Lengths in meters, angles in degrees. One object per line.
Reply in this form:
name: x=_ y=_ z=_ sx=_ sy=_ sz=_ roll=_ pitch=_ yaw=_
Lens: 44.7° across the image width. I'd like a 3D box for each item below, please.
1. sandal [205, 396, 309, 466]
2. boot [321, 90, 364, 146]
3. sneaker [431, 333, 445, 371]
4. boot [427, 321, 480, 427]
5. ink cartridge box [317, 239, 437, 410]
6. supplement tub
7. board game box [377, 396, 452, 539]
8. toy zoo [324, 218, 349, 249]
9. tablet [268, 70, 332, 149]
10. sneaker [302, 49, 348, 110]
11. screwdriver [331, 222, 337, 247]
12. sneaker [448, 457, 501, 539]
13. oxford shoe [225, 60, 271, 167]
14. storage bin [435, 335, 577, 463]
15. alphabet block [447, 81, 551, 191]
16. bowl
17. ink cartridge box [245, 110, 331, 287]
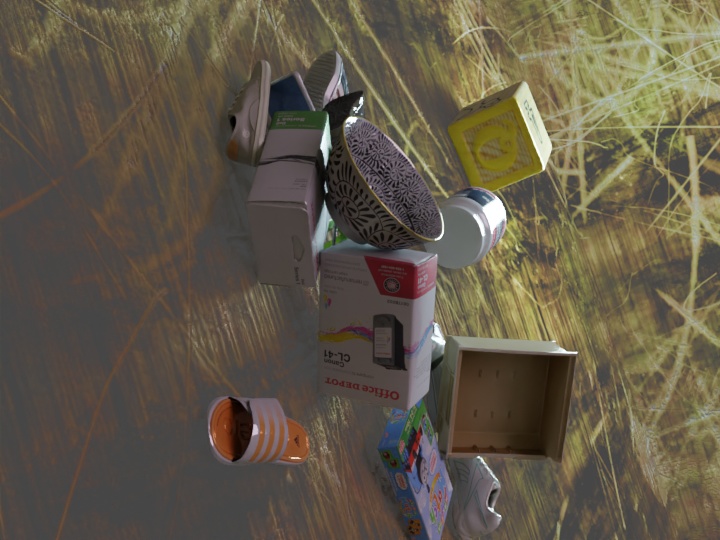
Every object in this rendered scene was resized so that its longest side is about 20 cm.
sandal: x=-0.104 y=0.187 z=1.033 sx=0.206 sy=0.058 sz=0.081 roll=24 pitch=50 yaw=-57
boot: x=-0.001 y=-0.159 z=1.363 sx=0.202 sy=0.071 sz=0.183 roll=64 pitch=26 yaw=-27
sneaker: x=0.076 y=0.146 z=1.441 sx=0.080 sy=0.071 sz=0.200 roll=45 pitch=30 yaw=11
boot: x=0.164 y=0.174 z=1.549 sx=0.073 sy=0.094 sz=0.203 roll=31 pitch=46 yaw=-53
ink cartridge box: x=0.021 y=0.072 z=1.188 sx=0.085 sy=0.145 sz=0.204 roll=-23 pitch=118 yaw=-63
supplement tub: x=0.213 y=-0.087 z=1.783 sx=0.142 sy=0.139 sz=0.200 roll=67 pitch=25 yaw=-6
board game box: x=0.088 y=0.305 z=1.338 sx=0.152 sy=0.036 sz=0.203 roll=-60 pitch=136 yaw=-59
toy zoo: x=0.000 y=0.000 z=1.338 sx=0.200 sy=0.020 sz=0.131 roll=48 pitch=26 yaw=5
tablet: x=-0.079 y=-0.190 z=1.297 sx=0.014 sy=0.129 sz=0.202 roll=-33 pitch=105 yaw=-27
sneaker: x=-0.055 y=-0.265 z=1.441 sx=0.079 sy=0.077 sz=0.203 roll=38 pitch=51 yaw=-41
screwdriver: x=-0.034 y=-0.077 z=1.223 sx=0.029 sy=0.027 sz=0.204 roll=43 pitch=53 yaw=-68
sneaker: x=0.199 y=0.355 z=1.495 sx=0.070 sy=0.079 sz=0.203 roll=38 pitch=39 yaw=-45
oxford shoe: x=-0.157 y=-0.227 z=1.227 sx=0.076 sy=0.057 sz=0.203 roll=102 pitch=-8 yaw=-50
storage bin: x=0.232 y=0.215 z=1.432 sx=0.094 sy=0.196 sz=0.203 roll=-130 pitch=-135 yaw=-76
alphabet block: x=0.351 y=-0.330 z=2.183 sx=0.199 sy=0.193 sz=0.200 roll=62 pitch=27 yaw=-12
bowl: x=0.013 y=-0.097 z=1.170 sx=0.200 sy=0.094 sz=0.202 roll=41 pitch=26 yaw=-25
ink cartridge box: x=-0.089 y=-0.098 z=1.180 sx=0.202 sy=0.083 sz=0.148 roll=-80 pitch=170 yaw=-47
